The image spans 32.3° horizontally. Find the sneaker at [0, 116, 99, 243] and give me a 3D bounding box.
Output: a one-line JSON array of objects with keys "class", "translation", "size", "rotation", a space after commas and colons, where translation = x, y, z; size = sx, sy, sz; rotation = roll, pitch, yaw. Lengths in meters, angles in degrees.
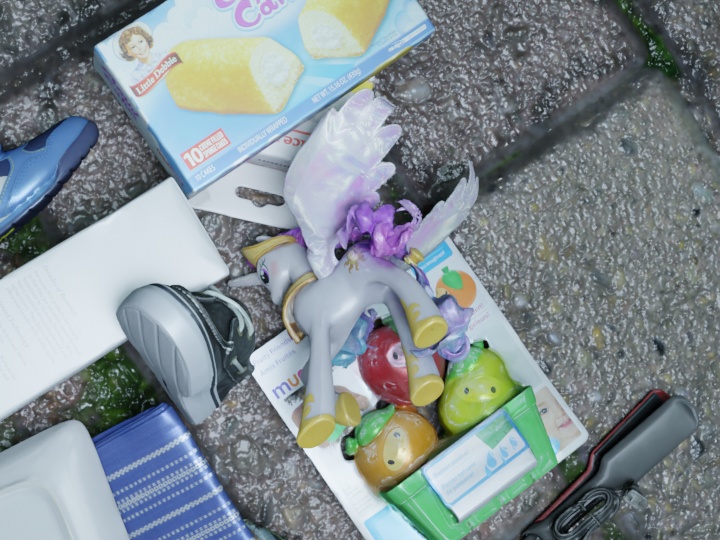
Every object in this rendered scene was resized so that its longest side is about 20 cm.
[{"class": "sneaker", "translation": [-0.271, -0.053, 0.856], "size": [0.200, 0.074, 0.082], "rotation": [-38, 95, -12]}]

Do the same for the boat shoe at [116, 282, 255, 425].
[{"class": "boat shoe", "translation": [-0.105, 0.041, 0.799], "size": [0.071, 0.200, 0.072], "rotation": [-41, 80, -14]}]

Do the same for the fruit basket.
[{"class": "fruit basket", "translation": [0.045, 0.095, 0.918], "size": [0.185, 0.094, 0.200], "rotation": [-34, 93, -11]}]

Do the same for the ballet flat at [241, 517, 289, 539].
[{"class": "ballet flat", "translation": [-0.033, 0.260, 0.917], "size": [0.074, 0.074, 0.201], "rotation": [-26, 97, -12]}]

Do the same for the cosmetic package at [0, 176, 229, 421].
[{"class": "cosmetic package", "translation": [-0.196, 0.022, 0.852], "size": [0.200, 0.113, 0.081], "rotation": [-34, 97, -13]}]

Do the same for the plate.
[{"class": "plate", "translation": [-0.243, 0.228, 0.833], "size": [0.199, 0.032, 0.200], "rotation": [-24, 81, 3]}]

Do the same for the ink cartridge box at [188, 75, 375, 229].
[{"class": "ink cartridge box", "translation": [-0.053, -0.134, 0.910], "size": [0.116, 0.067, 0.201], "rotation": [12, 87, -12]}]

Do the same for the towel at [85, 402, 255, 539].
[{"class": "towel", "translation": [-0.140, 0.204, 0.878], "size": [0.144, 0.024, 0.201], "rotation": [-29, 97, 16]}]

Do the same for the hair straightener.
[{"class": "hair straightener", "translation": [0.184, 0.166, 0.955], "size": [0.200, 0.077, 0.041], "rotation": [-36, 99, -11]}]

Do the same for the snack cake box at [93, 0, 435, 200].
[{"class": "snack cake box", "translation": [-0.066, -0.151, 0.839], "size": [0.200, 0.067, 0.115], "rotation": [-36, 96, -11]}]

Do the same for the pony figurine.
[{"class": "pony figurine", "translation": [0.000, 0.000, 0.847], "size": [0.193, 0.200, 0.166], "rotation": [-42, 135, 14]}]
